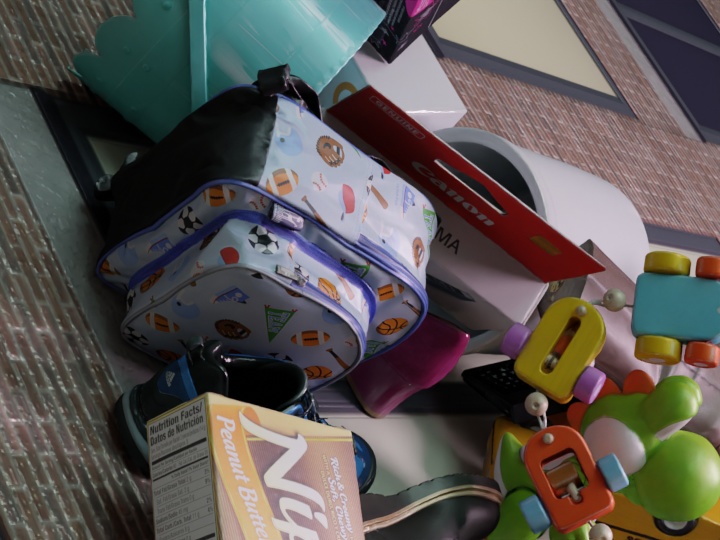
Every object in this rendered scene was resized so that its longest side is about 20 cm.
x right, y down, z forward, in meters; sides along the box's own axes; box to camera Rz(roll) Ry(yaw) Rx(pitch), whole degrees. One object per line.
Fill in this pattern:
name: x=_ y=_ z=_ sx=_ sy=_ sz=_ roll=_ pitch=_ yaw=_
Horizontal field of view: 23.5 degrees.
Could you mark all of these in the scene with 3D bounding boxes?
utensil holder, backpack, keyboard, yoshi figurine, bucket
utensil holder: x=0.118 y=-0.014 z=1.367 sx=0.199 sy=0.170 sz=0.171 roll=8 pitch=47 yaw=-57
backpack: x=-0.048 y=-0.010 z=1.072 sx=0.189 sy=0.199 sz=0.155 roll=21 pitch=62 yaw=-32
keyboard: x=0.182 y=0.070 z=1.311 sx=0.199 sy=0.040 sz=0.104 roll=-11 pitch=30 yaw=-32
yoshi figurine: x=0.164 y=0.156 z=1.166 sx=0.112 sy=0.200 sz=0.113 roll=35 pitch=28 yaw=-29
bucket: x=-0.089 y=-0.161 z=1.201 sx=0.135 sy=0.207 sz=0.207 roll=44 pitch=26 yaw=-7

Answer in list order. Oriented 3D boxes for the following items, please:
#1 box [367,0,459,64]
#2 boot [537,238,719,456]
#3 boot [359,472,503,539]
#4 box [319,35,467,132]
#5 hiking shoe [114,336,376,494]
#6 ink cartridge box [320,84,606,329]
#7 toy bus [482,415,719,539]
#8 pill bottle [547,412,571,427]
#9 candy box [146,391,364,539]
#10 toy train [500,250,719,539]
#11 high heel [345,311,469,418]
box: x=0.041 y=-0.258 z=1.219 sx=0.115 sy=0.132 sz=0.200 roll=47 pitch=-14 yaw=4
boot: x=0.219 y=0.026 z=1.275 sx=0.199 sy=0.064 sz=0.187 roll=37 pitch=48 yaw=-18
boot: x=0.038 y=0.207 z=1.062 sx=0.199 sy=0.077 sz=0.139 roll=-6 pitch=64 yaw=-47
box: x=-0.027 y=-0.164 z=1.362 sx=0.097 sy=0.124 sz=0.201 roll=-6 pitch=60 yaw=-44
hiking shoe: x=-0.049 y=0.098 z=1.036 sx=0.199 sy=0.087 sz=0.075 roll=19 pitch=39 yaw=-46
ink cartridge box: x=0.042 y=-0.035 z=1.149 sx=0.199 sy=0.045 sz=0.176 roll=37 pitch=-13 yaw=-13
toy bus: x=0.185 y=0.172 z=1.265 sx=0.198 sy=0.079 sz=0.065 roll=15 pitch=29 yaw=-2
pill bottle: x=0.224 y=0.152 z=1.349 sx=0.199 sy=0.107 sz=0.106 roll=27 pitch=29 yaw=-4
candy box: x=-0.048 y=0.175 z=0.916 sx=0.115 sy=0.055 sz=0.202 roll=20 pitch=53 yaw=-45
toy train: x=0.173 y=0.079 z=1.104 sx=0.151 sy=0.199 sz=0.056 roll=59 pitch=1 yaw=18
high heel: x=0.000 y=0.000 z=1.237 sx=0.067 sy=0.096 sz=0.201 roll=10 pitch=46 yaw=-53
